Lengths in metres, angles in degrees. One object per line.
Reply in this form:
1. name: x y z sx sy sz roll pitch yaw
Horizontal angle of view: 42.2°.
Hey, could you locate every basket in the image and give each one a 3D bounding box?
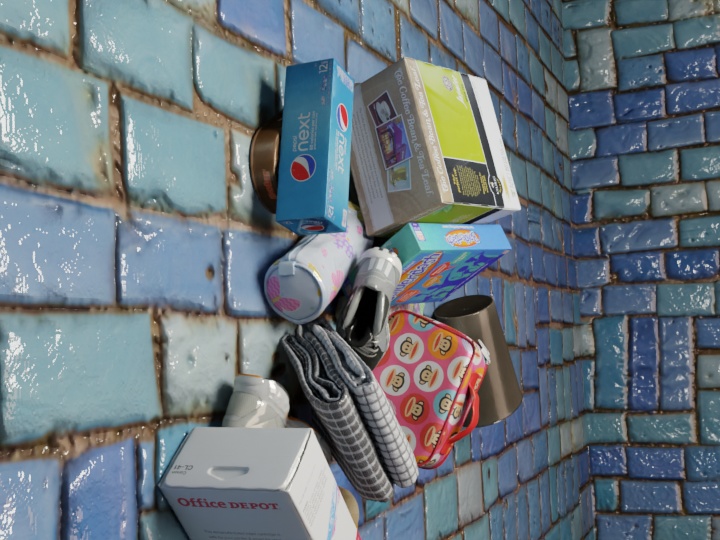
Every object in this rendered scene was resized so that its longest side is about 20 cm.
1. basket: 0.211 0.158 1.718 0.180 0.135 0.201 -50 128 -64

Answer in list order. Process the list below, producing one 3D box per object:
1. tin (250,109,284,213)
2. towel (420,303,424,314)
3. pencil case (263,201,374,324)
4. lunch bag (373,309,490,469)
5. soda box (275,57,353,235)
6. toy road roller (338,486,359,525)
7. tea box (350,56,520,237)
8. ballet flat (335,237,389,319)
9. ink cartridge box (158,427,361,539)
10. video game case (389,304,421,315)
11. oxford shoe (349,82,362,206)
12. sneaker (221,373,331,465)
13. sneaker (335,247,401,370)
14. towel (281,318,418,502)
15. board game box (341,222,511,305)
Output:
1. tin: -0.081 -0.146 1.195 0.200 0.042 0.113 -55 140 -57
2. towel: 0.073 0.087 1.534 0.153 0.023 0.201 52 40 -54
3. pencil case: -0.049 -0.015 1.183 0.200 0.083 0.091 -55 153 -55
4. lunch bag: 0.088 0.170 1.304 0.201 0.175 0.082 -65 151 -4
5. soda box: -0.054 -0.148 1.126 0.064 0.067 0.201 33 56 -62
6. toy road roller: -0.015 0.360 1.119 0.123 0.145 0.201 30 58 -63
7. tea box: 0.093 -0.157 1.266 0.196 0.133 0.201 2 71 -50
8. ballet flat: 0.000 0.000 1.364 0.067 0.056 0.201 98 12 -49
9. ink cartridge box: -0.092 0.258 0.953 0.086 0.147 0.201 -65 144 -50
10. video game case: 0.058 0.073 1.425 0.144 0.018 0.201 -64 150 -44
11. oxford shoe: -0.002 -0.171 1.333 0.070 0.074 0.202 -2 87 -67
12. sneaker: -0.103 0.202 1.055 0.092 0.075 0.200 -63 141 -29
13. sneaker: -0.002 0.077 1.190 0.116 0.075 0.201 -68 169 -55
14. towel: -0.021 0.164 1.125 0.166 0.085 0.200 64 -10 -28
15. board game box: 0.092 -0.007 1.289 0.199 0.152 0.045 -2 61 -45
